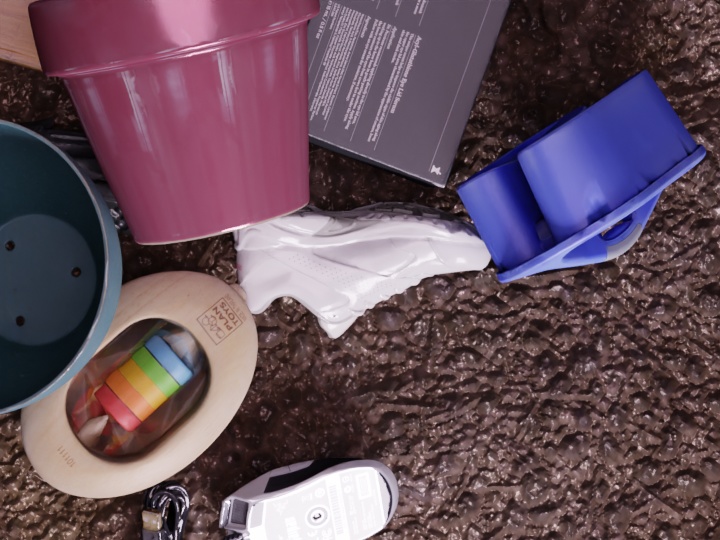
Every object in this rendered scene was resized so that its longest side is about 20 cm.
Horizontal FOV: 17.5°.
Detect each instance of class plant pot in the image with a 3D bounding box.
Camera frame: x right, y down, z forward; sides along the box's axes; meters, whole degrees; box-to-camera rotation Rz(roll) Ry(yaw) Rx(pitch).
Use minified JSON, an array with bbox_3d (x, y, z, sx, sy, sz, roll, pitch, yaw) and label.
[{"bbox_3d":[-0.116,-0.120,1.616,0.199,0.200,0.180,-13,100,-9],"label":"plant pot"},{"bbox_3d":[-0.247,0.003,1.619,0.198,0.135,0.202,-1,85,13],"label":"plant pot"}]

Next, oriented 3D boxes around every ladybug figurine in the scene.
[{"bbox_3d":[-0.161,0.080,1.712,0.200,0.072,0.136,-38,97,-6],"label":"ladybug figurine"}]

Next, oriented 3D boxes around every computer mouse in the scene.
[{"bbox_3d":[-0.069,0.186,1.745,0.199,0.044,0.110,-14,116,-13],"label":"computer mouse"}]

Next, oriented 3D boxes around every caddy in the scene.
[{"bbox_3d":[0.166,-0.060,1.703,0.200,0.141,0.105,-34,94,-46],"label":"caddy"}]

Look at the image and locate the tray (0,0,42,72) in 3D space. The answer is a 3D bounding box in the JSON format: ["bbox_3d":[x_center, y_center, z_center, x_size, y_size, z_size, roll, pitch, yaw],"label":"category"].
[{"bbox_3d":[-0.235,-0.197,1.705,0.199,0.037,0.099,15,90,-10],"label":"tray"}]

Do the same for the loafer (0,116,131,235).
[{"bbox_3d":[-0.239,-0.078,1.701,0.199,0.068,0.071,11,55,-4],"label":"loafer"}]

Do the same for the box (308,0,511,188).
[{"bbox_3d":[0.027,-0.179,1.731,0.140,0.079,0.201,20,89,-7],"label":"box"}]

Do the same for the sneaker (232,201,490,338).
[{"bbox_3d":[0.000,0.000,1.745,0.198,0.078,0.100,1,101,-2],"label":"sneaker"}]
